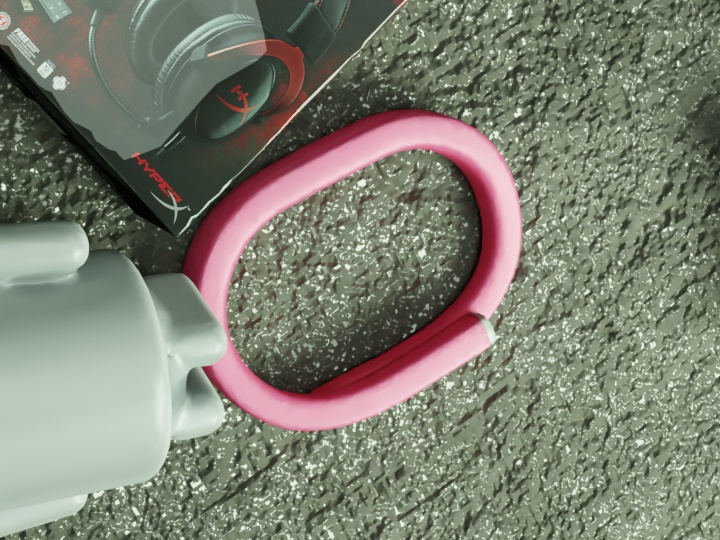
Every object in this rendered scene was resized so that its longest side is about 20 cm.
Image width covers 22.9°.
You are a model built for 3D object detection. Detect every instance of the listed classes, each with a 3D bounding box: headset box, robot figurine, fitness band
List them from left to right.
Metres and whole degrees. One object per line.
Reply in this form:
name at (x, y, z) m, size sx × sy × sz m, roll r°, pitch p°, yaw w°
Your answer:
robot figurine at (-0.164, 0.054, 0.831) m, size 0.198 × 0.113 × 0.171 m, roll -9°, pitch 119°, yaw -24°
headset box at (-0.076, -0.142, 0.851) m, size 0.200 × 0.075 × 0.149 m, roll -46°, pitch 115°, yaw -10°
fitness band at (0.000, 0.000, 0.940) m, size 0.199 × 0.037 × 0.145 m, roll -29°, pitch 112°, yaw -18°
